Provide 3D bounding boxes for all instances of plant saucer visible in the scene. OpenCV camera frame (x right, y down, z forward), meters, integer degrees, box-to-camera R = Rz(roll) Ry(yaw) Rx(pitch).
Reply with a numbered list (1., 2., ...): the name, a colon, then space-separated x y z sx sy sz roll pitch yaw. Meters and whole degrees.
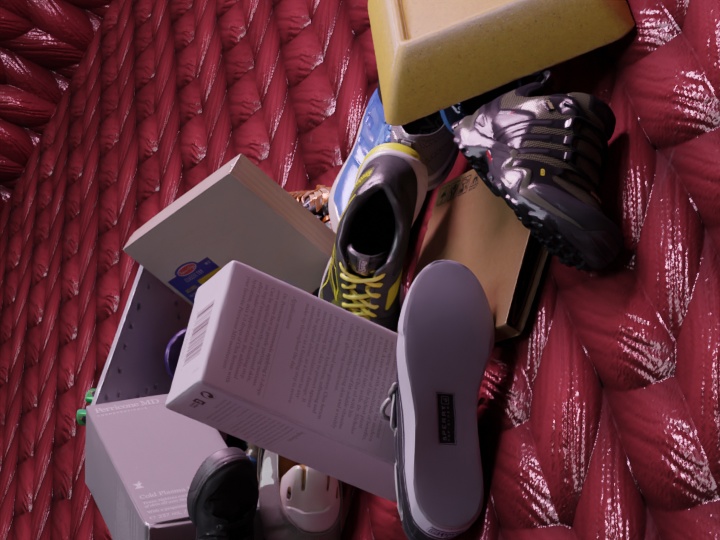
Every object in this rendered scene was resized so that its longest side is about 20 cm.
1. plant saucer: 0.095 -0.214 1.504 0.198 0.049 0.201 -21 36 10

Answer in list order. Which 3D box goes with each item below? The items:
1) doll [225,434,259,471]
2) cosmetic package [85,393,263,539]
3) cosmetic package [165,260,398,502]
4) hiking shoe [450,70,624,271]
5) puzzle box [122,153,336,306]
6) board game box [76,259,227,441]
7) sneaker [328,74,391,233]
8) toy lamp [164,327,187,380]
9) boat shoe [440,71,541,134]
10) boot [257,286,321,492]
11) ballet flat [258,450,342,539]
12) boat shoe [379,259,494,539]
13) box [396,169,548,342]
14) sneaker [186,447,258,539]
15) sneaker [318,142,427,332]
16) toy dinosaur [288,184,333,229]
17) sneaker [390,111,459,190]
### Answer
1. doll: -0.101 0.160 1.729 0.137 0.048 0.202 107 163 -64
2. cosmetic package: -0.159 0.188 1.643 0.200 0.106 0.091 -130 38 -53
3. cosmetic package: -0.032 0.084 1.433 0.071 0.199 0.102 -35 35 56
4. hiking shoe: 0.138 -0.079 1.354 0.101 0.076 0.200 -42 39 3
5. puzzle box: -0.108 -0.018 1.686 0.199 0.133 0.026 -29 27 51
6. board game box: -0.167 0.088 1.812 0.026 0.200 0.202 3 66 36
7. sneaker: 0.032 -0.106 1.674 0.111 0.076 0.201 122 168 -50
8. toy lamp: -0.129 0.080 1.664 0.059 0.058 0.200 -67 16 -4
9. boat shoe: 0.112 -0.197 1.566 0.068 0.084 0.202 -22 48 51
10. boot: -0.051 0.129 1.657 0.138 0.077 0.201 127 164 -59
11. ballet flat: -0.044 0.145 1.537 0.064 0.067 0.202 127 144 -62
12. boat shoe: 0.053 0.095 1.384 0.068 0.073 0.201 136 134 -61
13. box: 0.091 -0.012 1.491 0.200 0.021 0.165 -24 45 63
14. sneaker: -0.095 0.243 1.508 0.104 0.060 0.201 45 132 42
15. sneaker: 0.000 0.000 1.556 0.085 0.074 0.202 -51 -28 -68
16. toy dinosaur: -0.036 -0.027 1.782 0.136 0.102 0.200 -41 6 1
17. sneaker: 0.074 -0.168 1.606 0.082 0.074 0.202 76 -153 -70
